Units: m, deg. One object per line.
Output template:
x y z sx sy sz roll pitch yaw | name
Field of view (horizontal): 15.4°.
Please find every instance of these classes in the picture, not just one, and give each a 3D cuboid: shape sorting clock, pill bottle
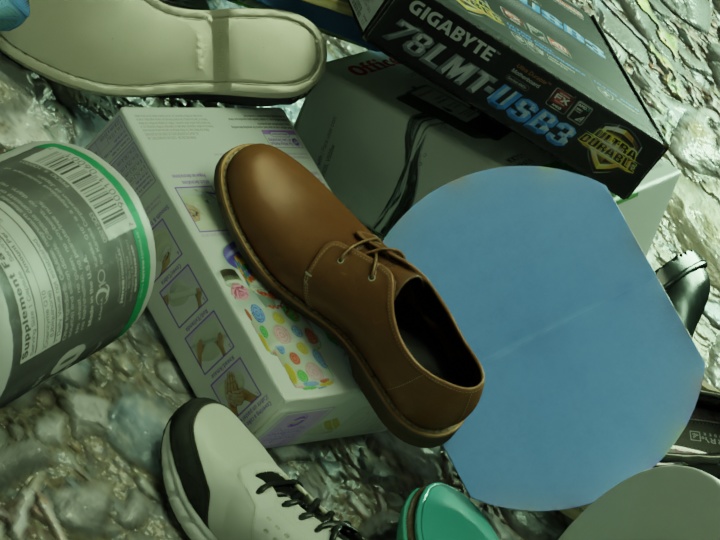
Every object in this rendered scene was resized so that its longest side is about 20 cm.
-0.065 -0.183 1.636 0.200 0.039 0.200 20 2 -1 | shape sorting clock
-0.194 0.014 1.287 0.113 0.113 0.200 50 32 5 | pill bottle

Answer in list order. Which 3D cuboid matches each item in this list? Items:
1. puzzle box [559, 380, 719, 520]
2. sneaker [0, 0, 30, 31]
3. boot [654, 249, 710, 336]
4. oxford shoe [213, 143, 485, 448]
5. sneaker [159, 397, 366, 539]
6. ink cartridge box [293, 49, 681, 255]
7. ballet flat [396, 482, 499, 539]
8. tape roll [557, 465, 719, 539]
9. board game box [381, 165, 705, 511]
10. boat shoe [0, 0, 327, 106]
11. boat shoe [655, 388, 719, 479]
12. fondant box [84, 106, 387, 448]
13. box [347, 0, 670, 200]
0.151 0.095 1.611 0.200 0.025 0.133 32 49 1 | puzzle box
-0.249 -0.119 1.429 0.200 0.078 0.090 -23 92 -53 | sneaker
0.211 0.086 1.721 0.162 0.073 0.198 49 39 7 | boot
0.000 0.000 1.451 0.200 0.071 0.071 48 55 6 | oxford shoe
-0.028 0.142 1.375 0.074 0.080 0.200 -14 64 -53 | sneaker
0.073 -0.061 1.642 0.200 0.083 0.147 30 26 22 | ink cartridge box
0.048 0.186 1.413 0.067 0.070 0.200 25 17 -21 | ballet flat
0.186 0.223 1.422 0.139 0.203 0.203 31 35 -26 | tape roll
0.097 0.040 1.518 0.158 0.039 0.200 -26 80 -13 | board game box
-0.123 -0.127 1.558 0.200 0.063 0.073 7 78 -12 | boat shoe
0.171 0.089 1.569 0.200 0.057 0.067 8 53 -19 | boat shoe
-0.059 0.001 1.512 0.144 0.058 0.200 -4 57 -52 | fondant box
0.076 -0.146 1.605 0.200 0.050 0.199 30 20 -22 | box
